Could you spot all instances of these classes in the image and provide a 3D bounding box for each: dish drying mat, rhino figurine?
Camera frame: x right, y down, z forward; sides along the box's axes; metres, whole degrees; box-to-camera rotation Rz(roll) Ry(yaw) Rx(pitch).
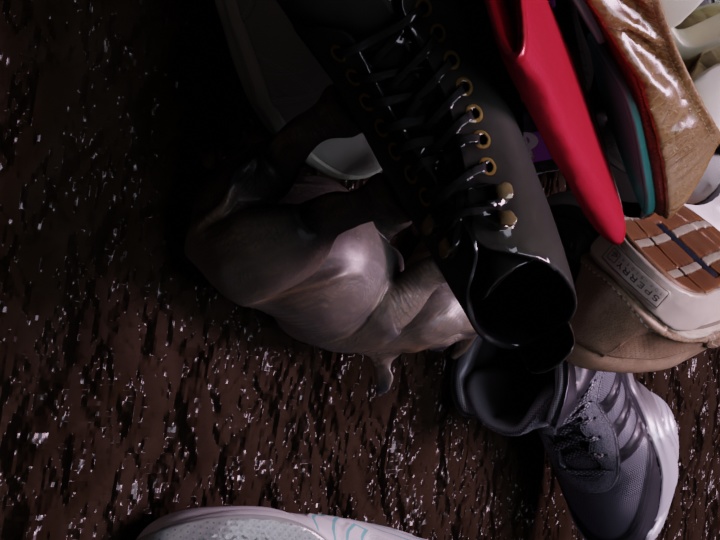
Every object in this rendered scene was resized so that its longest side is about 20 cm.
[{"bbox_3d":[0.070,-0.073,0.754,0.200,0.018,0.077,50,26,-67],"label":"dish drying mat"},{"bbox_3d":[0.000,0.000,0.817,0.200,0.087,0.060,39,26,-57],"label":"rhino figurine"}]

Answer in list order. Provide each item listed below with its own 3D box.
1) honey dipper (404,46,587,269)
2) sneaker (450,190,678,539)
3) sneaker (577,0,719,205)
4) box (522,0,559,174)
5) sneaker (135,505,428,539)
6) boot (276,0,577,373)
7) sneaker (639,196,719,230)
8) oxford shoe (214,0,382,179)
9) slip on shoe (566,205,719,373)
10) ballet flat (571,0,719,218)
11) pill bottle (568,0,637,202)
[{"bbox_3d":[0.068,-0.042,0.963,0.200,0.038,0.038,-56,142,-41],"label":"honey dipper"},{"bbox_3d":[0.098,0.070,1.008,0.114,0.075,0.202,-37,123,-49],"label":"sneaker"},{"bbox_3d":[0.140,-0.131,0.877,0.090,0.066,0.202,10,103,-25],"label":"sneaker"},{"bbox_3d":[0.043,-0.150,0.828,0.200,0.036,0.144,55,32,-55],"label":"box"},{"bbox_3d":[-0.021,0.133,0.831,0.199,0.080,0.071,18,90,-41],"label":"sneaker"},{"bbox_3d":[0.019,-0.065,0.687,0.200,0.077,0.139,41,27,-48],"label":"boot"},{"bbox_3d":[0.226,-0.021,1.182,0.200,0.088,0.076,3,97,-59],"label":"sneaker"},{"bbox_3d":[-0.016,-0.107,0.778,0.075,0.057,0.201,-62,146,-32],"label":"oxford shoe"},{"bbox_3d":[0.146,0.014,0.963,0.061,0.076,0.200,-52,165,18],"label":"slip on shoe"},{"bbox_3d":[0.116,-0.101,0.794,0.068,0.072,0.201,-109,172,-49],"label":"ballet flat"},{"bbox_3d":[0.155,-0.142,0.978,0.114,0.114,0.202,-25,104,-55],"label":"pill bottle"}]
